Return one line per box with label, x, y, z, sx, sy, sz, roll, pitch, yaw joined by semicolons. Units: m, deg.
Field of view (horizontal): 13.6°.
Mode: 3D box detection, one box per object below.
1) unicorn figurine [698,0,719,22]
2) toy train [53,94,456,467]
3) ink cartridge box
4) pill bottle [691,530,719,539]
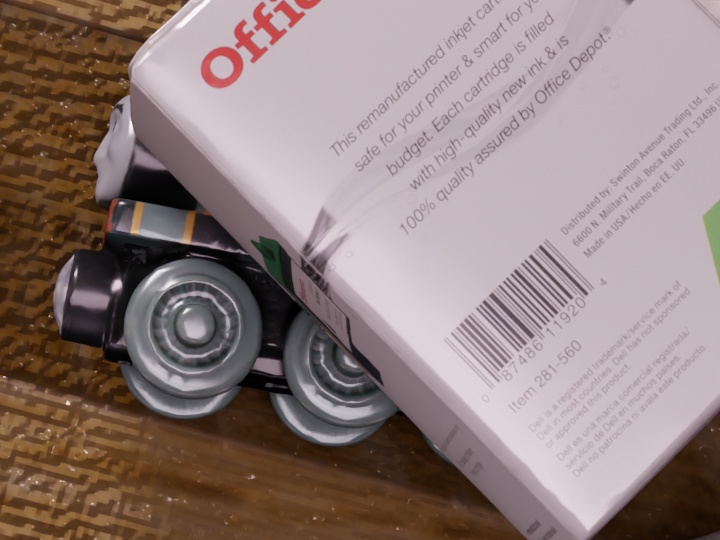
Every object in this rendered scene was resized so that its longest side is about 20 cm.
unicorn figurine;0.126;-0.074;1.021;0.137;0.074;0.201;-23;95;-1
toy train;0.000;0.000;1.014;0.199;0.085;0.115;10;79;-4
ink cartridge box;0.045;-0.031;0.939;0.146;0.084;0.200;-43;84;-10
pill bottle;0.143;0.137;1.013;0.199;0.110;0.110;-17;93;-4
